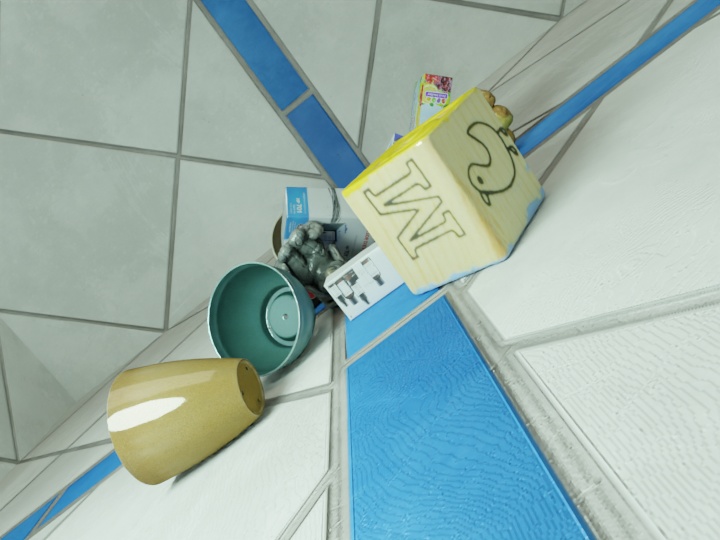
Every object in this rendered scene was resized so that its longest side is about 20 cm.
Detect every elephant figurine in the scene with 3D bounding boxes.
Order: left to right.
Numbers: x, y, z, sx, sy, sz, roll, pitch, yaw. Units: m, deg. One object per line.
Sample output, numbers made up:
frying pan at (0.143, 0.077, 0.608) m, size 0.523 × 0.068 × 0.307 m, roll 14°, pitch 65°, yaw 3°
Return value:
elephant figurine at (-0.065, 0.010, 1.270) m, size 0.142 × 0.199 × 0.155 m, roll -60°, pitch -7°, yaw 32°

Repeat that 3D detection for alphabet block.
alphabet block at (0.127, -0.116, 0.966) m, size 0.195 × 0.201 × 0.196 m, roll -26°, pitch 16°, yaw 45°

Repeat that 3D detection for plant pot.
plant pot at (-0.260, 0.215, 1.010) m, size 0.197 × 0.189 × 0.187 m, roll -21°, pitch 15°, yaw 12°
plant pot at (-0.163, 0.087, 1.180) m, size 0.199 × 0.202 × 0.134 m, roll -33°, pitch -15°, yaw 22°

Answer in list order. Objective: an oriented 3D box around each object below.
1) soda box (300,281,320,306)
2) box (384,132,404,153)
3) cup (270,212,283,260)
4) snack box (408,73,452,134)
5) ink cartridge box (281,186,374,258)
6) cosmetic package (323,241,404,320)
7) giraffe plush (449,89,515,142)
soda box at (-0.152, 0.057, 1.497) m, size 0.063 × 0.071 × 0.199 m, roll -43°, pitch 12°, yaw -23°
box at (0.060, -0.214, 1.449) m, size 0.201 × 0.041 × 0.120 m, roll 116°, pitch 168°, yaw -48°
cup at (-0.121, -0.050, 1.600) m, size 0.200 × 0.200 × 0.144 m, roll -41°, pitch -14°, yaw -18°
snack box at (0.146, -0.314, 1.396) m, size 0.067 × 0.203 × 0.169 m, roll 7°, pitch 11°, yaw -3°
ink cartridge box at (-0.066, -0.099, 1.362) m, size 0.147 × 0.197 × 0.087 m, roll 105°, pitch 162°, yaw -53°
cosmetic package at (0.038, -0.005, 1.117) m, size 0.199 × 0.083 × 0.051 m, roll -36°, pitch 14°, yaw 14°
giraffe plush at (0.233, -0.262, 1.363) m, size 0.200 × 0.172 × 0.163 m, roll -41°, pitch 16°, yaw 31°
